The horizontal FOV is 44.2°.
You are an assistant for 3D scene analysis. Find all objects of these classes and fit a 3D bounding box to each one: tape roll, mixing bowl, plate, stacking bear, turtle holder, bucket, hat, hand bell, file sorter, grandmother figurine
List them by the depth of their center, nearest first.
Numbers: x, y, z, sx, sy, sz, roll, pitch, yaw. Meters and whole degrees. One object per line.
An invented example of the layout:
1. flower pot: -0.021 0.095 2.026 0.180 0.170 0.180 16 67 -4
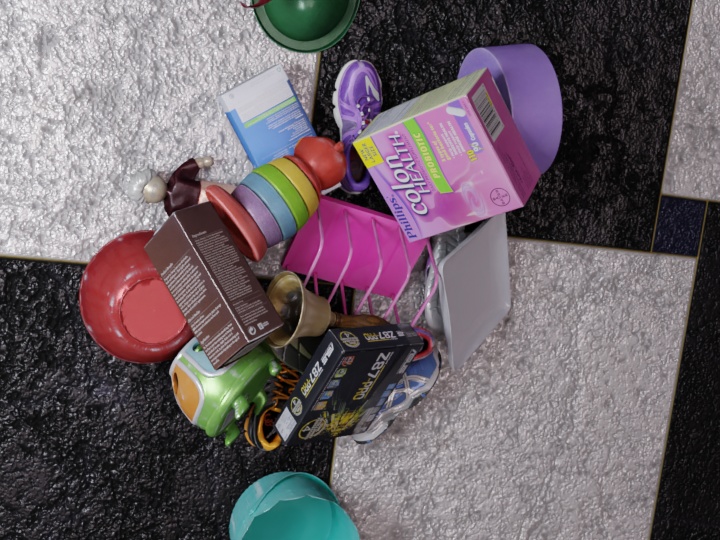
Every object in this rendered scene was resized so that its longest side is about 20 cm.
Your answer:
1. hat: -0.063 -0.390 1.243 0.165 0.176 0.201 37 86 -20
2. stacking bear: -0.104 -0.115 1.252 0.200 0.122 0.114 -40 77 -17
3. hand bell: -0.032 0.070 1.257 0.199 0.104 0.105 13 95 -38
4. mixing bowl: -0.300 0.048 1.274 0.198 0.108 0.203 -3 99 -19
5. turtle holder: -0.189 0.143 1.285 0.131 0.141 0.186 35 72 8
6. grandmother figurine: -0.239 -0.109 1.296 0.198 0.060 0.123 10 87 -22
7. file sorter: 0.000 0.000 1.329 0.198 0.126 0.140 15 125 -20
8. tape roll: 0.221 -0.239 1.350 0.084 0.200 0.202 -9 101 -17
9. bucket: -0.107 0.420 1.382 0.205 0.135 0.210 -3 101 -18
10. plate: 0.178 0.026 1.408 0.199 0.032 0.202 -41 132 -42

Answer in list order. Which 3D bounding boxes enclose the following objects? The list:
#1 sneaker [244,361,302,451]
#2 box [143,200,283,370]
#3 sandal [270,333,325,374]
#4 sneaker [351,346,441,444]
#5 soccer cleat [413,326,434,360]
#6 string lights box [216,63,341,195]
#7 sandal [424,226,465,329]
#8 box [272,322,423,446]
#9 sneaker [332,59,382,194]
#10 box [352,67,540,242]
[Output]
1. sneaker: -0.121 0.186 1.372 0.077 0.077 0.202 13 93 -18
2. box: -0.200 0.020 1.197 0.075 0.100 0.201 -27 82 -47
3. sandal: -0.077 0.117 1.318 0.080 0.057 0.201 -52 129 -11
4. sneaker: 0.050 0.188 1.428 0.200 0.076 0.077 -43 107 -12
5. soccer cleat: 0.020 0.128 1.394 0.198 0.076 0.067 -10 89 -5
6. string lights box: -0.120 -0.192 1.319 0.102 0.059 0.201 -30 107 -11
7. sandal: 0.133 -0.005 1.443 0.082 0.050 0.205 12 82 -34
8. box: -0.019 0.165 1.287 0.160 0.049 0.201 -2 133 -44
9. sneaker: 0.005 -0.216 1.345 0.080 0.083 0.202 -1 98 -18
10. box: 0.123 -0.159 1.261 0.177 0.199 0.097 59 40 -19
